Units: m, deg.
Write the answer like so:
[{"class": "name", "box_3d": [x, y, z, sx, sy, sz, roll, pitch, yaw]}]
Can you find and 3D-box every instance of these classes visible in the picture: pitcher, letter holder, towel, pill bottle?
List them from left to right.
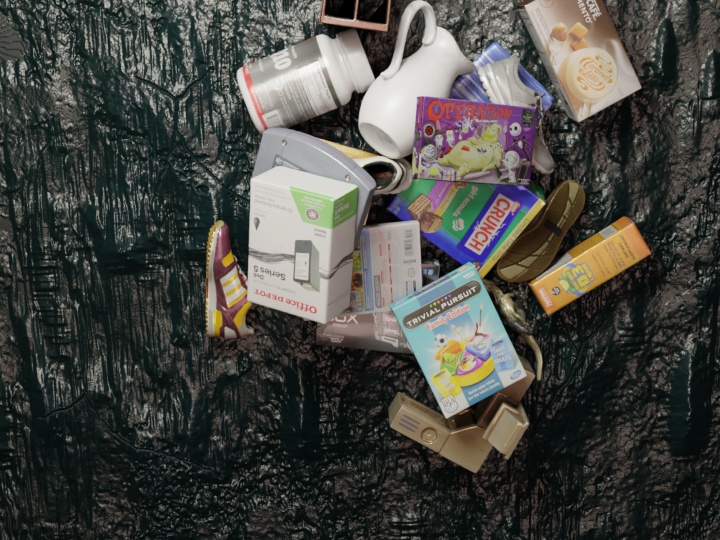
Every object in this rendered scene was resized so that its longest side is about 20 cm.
[{"class": "pill bottle", "box_3d": [-0.083, -0.297, 1.588, 0.198, 0.114, 0.115, -22, 104, 5]}, {"class": "letter holder", "box_3d": [-0.002, -0.434, 1.509, 0.099, 0.200, 0.144, 7, 104, -2]}, {"class": "pitcher", "box_3d": [0.073, -0.288, 1.542, 0.201, 0.120, 0.172, -54, 133, -16]}, {"class": "towel", "box_3d": [0.199, -0.250, 1.649, 0.145, 0.024, 0.200, 42, 101, -9]}]

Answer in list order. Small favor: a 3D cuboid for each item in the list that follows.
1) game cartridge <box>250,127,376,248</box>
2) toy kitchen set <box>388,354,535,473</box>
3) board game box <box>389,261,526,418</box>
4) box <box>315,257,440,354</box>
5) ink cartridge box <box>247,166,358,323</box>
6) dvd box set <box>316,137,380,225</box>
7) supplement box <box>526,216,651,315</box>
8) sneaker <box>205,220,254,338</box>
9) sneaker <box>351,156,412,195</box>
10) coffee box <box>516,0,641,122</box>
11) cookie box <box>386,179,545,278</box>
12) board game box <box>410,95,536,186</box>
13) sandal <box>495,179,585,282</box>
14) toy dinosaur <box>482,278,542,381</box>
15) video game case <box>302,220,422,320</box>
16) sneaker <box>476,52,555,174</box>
[{"class": "game cartridge", "box_3d": [-0.073, -0.133, 1.560, 0.198, 0.040, 0.135, 30, 126, 16]}, {"class": "toy kitchen set", "box_3d": [0.173, 0.222, 1.699, 0.179, 0.163, 0.202, 28, 102, -7]}, {"class": "board game box", "box_3d": [0.157, 0.112, 1.636, 0.150, 0.047, 0.202, -27, 99, -1]}, {"class": "box", "box_3d": [0.027, 0.052, 1.711, 0.197, 0.050, 0.160, 6, 103, -1]}, {"class": "ink cartridge box", "box_3d": [-0.089, -0.038, 1.535, 0.144, 0.084, 0.203, 15, 115, 23]}, {"class": "dvd box set", "box_3d": [-0.057, -0.106, 1.651, 0.144, 0.029, 0.203, 14, 89, -3]}, {"class": "supplement box", "box_3d": [0.377, -0.007, 1.691, 0.199, 0.069, 0.067, -32, 100, 10]}, {"class": "sneaker", "box_3d": [-0.213, 0.015, 1.696, 0.089, 0.075, 0.203, 1, 111, -9]}, {"class": "sneaker", "box_3d": [-0.020, -0.146, 1.587, 0.197, 0.080, 0.075, -9, 91, 14]}, {"class": "coffee box", "box_3d": [0.341, -0.351, 1.594, 0.113, 0.080, 0.202, -27, 103, 6]}, {"class": "cookie box", "box_3d": [0.170, -0.115, 1.641, 0.199, 0.075, 0.172, 35, 114, -8]}, {"class": "board game box", "box_3d": [0.171, -0.191, 1.523, 0.197, 0.032, 0.122, 1, 93, -25]}, {"class": "sandal", "box_3d": [0.295, -0.064, 1.685, 0.080, 0.054, 0.201, 38, 87, -23]}, {"class": "toy dinosaur", "box_3d": [0.261, 0.079, 1.673, 0.047, 0.088, 0.202, -24, 73, -18]}, {"class": "video game case", "box_3d": [0.000, 0.000, 1.629, 0.197, 0.018, 0.145, -6, 107, -8]}, {"class": "sneaker", "box_3d": [0.261, -0.245, 1.599, 0.081, 0.075, 0.202, -29, 101, 11]}]
